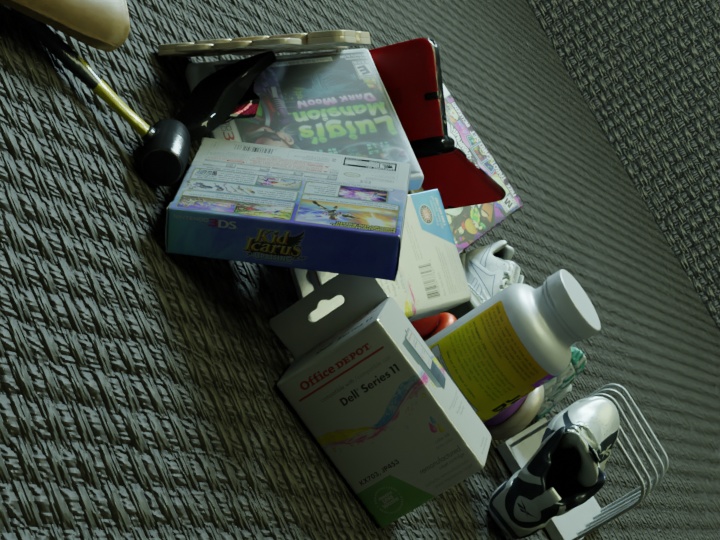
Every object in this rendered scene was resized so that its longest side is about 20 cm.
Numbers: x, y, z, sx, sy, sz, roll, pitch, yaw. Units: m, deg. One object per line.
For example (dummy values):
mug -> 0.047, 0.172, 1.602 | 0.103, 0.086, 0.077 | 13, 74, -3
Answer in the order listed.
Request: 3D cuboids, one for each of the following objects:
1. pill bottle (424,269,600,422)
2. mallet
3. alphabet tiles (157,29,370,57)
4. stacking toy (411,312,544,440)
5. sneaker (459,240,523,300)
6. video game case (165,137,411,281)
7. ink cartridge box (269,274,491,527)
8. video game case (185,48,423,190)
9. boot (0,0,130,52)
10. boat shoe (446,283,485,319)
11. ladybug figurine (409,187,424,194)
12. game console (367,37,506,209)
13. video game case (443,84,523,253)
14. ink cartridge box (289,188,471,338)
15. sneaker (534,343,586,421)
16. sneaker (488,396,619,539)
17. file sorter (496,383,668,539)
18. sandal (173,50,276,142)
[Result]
pill bottle -> 0.144, 0.083, 1.649 | 0.104, 0.199, 0.105 | 47, 20, -23
mallet -> -0.221, -0.160, 1.392 | 0.200, 0.041, 0.066 | 47, 21, -15
alphabet tiles -> -0.095, -0.225, 1.594 | 0.195, 0.198, 0.015 | -19, 106, -71
stacking toy -> 0.107, 0.094, 1.755 | 0.200, 0.085, 0.086 | 43, 21, -19
sneaker -> 0.158, 0.030, 1.961 | 0.075, 0.087, 0.201 | 46, 22, -34
video game case -> -0.059, -0.056, 1.416 | 0.182, 0.198, 0.046 | -78, 175, -67
ink cartridge box -> 0.010, 0.107, 1.395 | 0.201, 0.117, 0.067 | 54, 20, -7
video game case -> -0.057, -0.144, 1.600 | 0.198, 0.023, 0.183 | -7, 55, -21
boot -> -0.291, -0.277, 1.328 | 0.199, 0.066, 0.177 | 10, 60, -54
boat shoe -> 0.142, 0.082, 1.856 | 0.202, 0.074, 0.065 | 52, 22, 7
ladybug figurine -> -0.006, -0.050, 1.638 | 0.199, 0.072, 0.137 | -7, 76, -49
game console -> 0.042, -0.149, 1.741 | 0.118, 0.199, 0.174 | -5, 88, -50
video game case -> 0.091, -0.121, 1.993 | 0.181, 0.036, 0.201 | -34, 91, -40
ink cartridge box -> 0.000, 0.000, 1.522 | 0.199, 0.068, 0.116 | -13, 82, -40
sneaker -> 0.208, 0.114, 1.913 | 0.091, 0.077, 0.200 | 49, -16, 13
sneaker -> 0.227, 0.189, 1.656 | 0.199, 0.130, 0.080 | -34, 87, -32
file sorter -> 0.266, 0.219, 1.857 | 0.139, 0.124, 0.200 | 59, 18, 8
sandal -> -0.132, -0.154, 1.532 | 0.045, 0.075, 0.200 | 61, 31, -21
